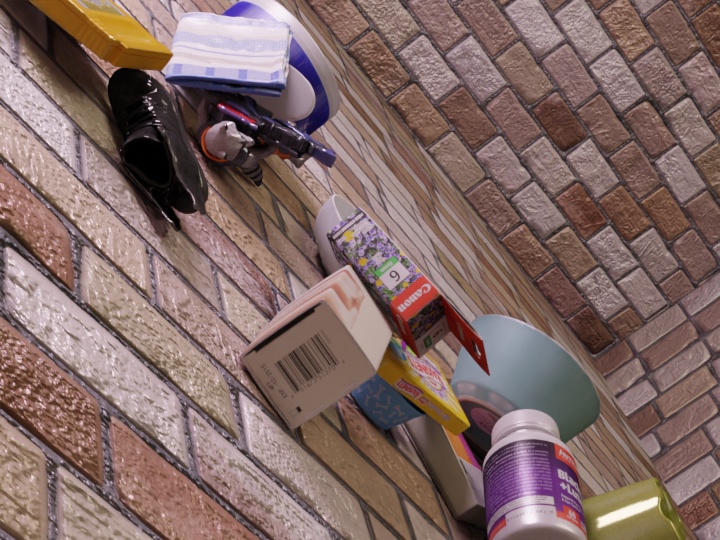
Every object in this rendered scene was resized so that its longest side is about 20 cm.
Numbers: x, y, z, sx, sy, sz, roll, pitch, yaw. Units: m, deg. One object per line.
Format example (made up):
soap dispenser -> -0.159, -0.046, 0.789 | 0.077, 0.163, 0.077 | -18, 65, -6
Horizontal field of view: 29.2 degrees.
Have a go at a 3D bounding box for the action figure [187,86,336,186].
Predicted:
action figure -> -0.120, -0.143, 1.645 | 0.199, 0.105, 0.193 | 31, 10, 16

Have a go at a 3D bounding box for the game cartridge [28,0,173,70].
game cartridge -> -0.287, -0.271, 1.360 | 0.199, 0.033, 0.176 | 38, 10, 2

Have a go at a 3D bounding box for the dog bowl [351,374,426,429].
dog bowl -> 0.005, 0.096, 1.576 | 0.111, 0.049, 0.201 | 41, 17, -53

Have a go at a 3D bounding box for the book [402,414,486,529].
book -> 0.105, 0.211, 1.668 | 0.201, 0.048, 0.134 | 62, 12, 27

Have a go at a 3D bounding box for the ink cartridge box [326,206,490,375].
ink cartridge box -> 0.050, 0.036, 1.438 | 0.200, 0.050, 0.109 | 48, -9, 24

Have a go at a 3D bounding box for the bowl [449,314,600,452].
bowl -> 0.189, 0.163, 1.727 | 0.200, 0.105, 0.201 | 31, -27, 18

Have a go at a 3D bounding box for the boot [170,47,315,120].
boot -> -0.141, -0.240, 1.754 | 0.199, 0.074, 0.096 | 24, 2, 11

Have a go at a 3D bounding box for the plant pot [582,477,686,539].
plant pot -> 0.298, 0.343, 1.647 | 0.201, 0.183, 0.201 | 58, 12, -20

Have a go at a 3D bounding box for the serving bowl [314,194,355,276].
serving bowl -> 0.000, 0.000, 1.812 | 0.201, 0.066, 0.200 | 51, 11, -14

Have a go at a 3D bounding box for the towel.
towel -> -0.156, -0.264, 1.668 | 0.201, 0.145, 0.024 | -91, -172, -59

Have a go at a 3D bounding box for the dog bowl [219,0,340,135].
dog bowl -> -0.121, -0.268, 1.865 | 0.200, 0.079, 0.201 | 43, -19, 19

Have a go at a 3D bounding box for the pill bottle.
pill bottle -> 0.196, 0.256, 1.577 | 0.112, 0.111, 0.201 | 48, 24, -29

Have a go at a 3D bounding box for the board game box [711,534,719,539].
board game box -> 0.691, 0.590, 2.641 | 0.103, 0.199, 0.105 | 48, 11, -28

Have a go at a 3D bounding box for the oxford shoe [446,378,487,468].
oxford shoe -> 0.171, 0.217, 1.839 | 0.201, 0.084, 0.073 | 53, 12, 1

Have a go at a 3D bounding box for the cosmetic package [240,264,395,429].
cosmetic package -> -0.037, 0.068, 1.331 | 0.088, 0.103, 0.200 | 54, 9, -3

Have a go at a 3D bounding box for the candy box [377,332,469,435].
candy box -> 0.051, 0.107, 1.538 | 0.200, 0.026, 0.103 | 41, 19, -50

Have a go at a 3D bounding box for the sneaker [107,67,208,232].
sneaker -> -0.199, -0.122, 1.327 | 0.201, 0.060, 0.104 | 60, 7, 13
